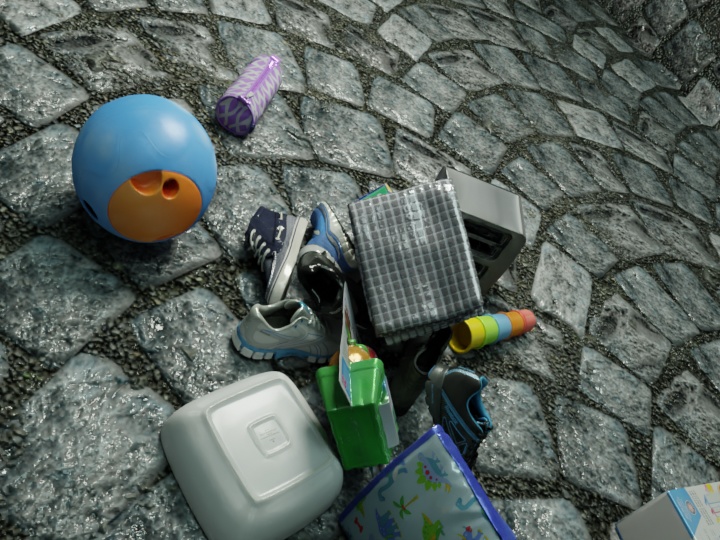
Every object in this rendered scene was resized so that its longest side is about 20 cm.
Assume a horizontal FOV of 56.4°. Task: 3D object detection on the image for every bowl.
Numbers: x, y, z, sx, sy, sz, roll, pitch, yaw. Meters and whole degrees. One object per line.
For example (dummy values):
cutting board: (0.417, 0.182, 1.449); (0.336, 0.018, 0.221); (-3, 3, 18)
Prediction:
bowl: (-0.121, 0.219, 0.822); (0.197, 0.075, 0.201); (-15, 61, -43)

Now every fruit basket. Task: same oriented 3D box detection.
fruit basket: (0.003, 0.145, 0.885); (0.091, 0.189, 0.202); (-7, 32, 11)

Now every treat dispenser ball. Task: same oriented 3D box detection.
treat dispenser ball: (-0.302, -0.142, 0.950); (0.196, 0.203, 0.204); (18, 42, -17)

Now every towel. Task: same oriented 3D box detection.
towel: (0.077, -0.014, 0.939); (0.161, 0.086, 0.206); (-14, 79, -2)

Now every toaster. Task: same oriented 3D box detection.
toaster: (0.194, -0.066, 1.228); (0.195, 0.182, 0.121); (18, 45, -15)

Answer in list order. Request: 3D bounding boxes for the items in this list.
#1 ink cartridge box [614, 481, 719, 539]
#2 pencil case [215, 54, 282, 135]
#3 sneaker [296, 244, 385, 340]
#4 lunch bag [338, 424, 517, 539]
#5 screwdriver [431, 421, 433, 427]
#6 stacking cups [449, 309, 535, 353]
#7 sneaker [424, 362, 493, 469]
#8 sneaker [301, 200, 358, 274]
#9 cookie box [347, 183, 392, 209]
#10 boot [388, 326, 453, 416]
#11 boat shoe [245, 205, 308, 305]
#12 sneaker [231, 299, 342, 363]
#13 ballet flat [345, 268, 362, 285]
ink cartridge box: (0.518, 0.409, 1.020); (0.195, 0.126, 0.131); (3, 48, -30)
pencil case: (-0.211, -0.342, 1.295); (0.082, 0.086, 0.202); (27, 40, -10)
sneaker: (-0.019, 0.048, 0.981); (0.199, 0.067, 0.091); (40, 19, -9)
lunch bag: (0.087, 0.301, 0.781); (0.125, 0.202, 0.172); (-13, 57, -40)
screwdriver: (0.099, 0.255, 0.973); (0.027, 0.029, 0.202); (27, 37, -7)
stacking cups: (0.235, 0.102, 1.192); (0.197, 0.061, 0.061); (-5, 53, -43)
sneaker: (0.135, 0.229, 0.904); (0.080, 0.206, 0.073); (2, 16, 32)
sneaker: (-0.063, -0.046, 1.098); (0.079, 0.088, 0.201); (56, 3, -27)
cookie box: (0.067, -0.019, 1.074); (0.204, 0.074, 0.171); (63, 8, 9)
boot: (0.107, 0.122, 1.020); (0.067, 0.132, 0.201); (34, 40, 2)
boat shoe: (-0.145, -0.023, 1.051); (0.090, 0.076, 0.202); (18, 35, -6)
sneaker: (-0.082, 0.081, 0.971); (0.196, 0.087, 0.076); (1, 47, -36)
ballet flat: (0.000, 0.000, 1.118); (0.069, 0.066, 0.201); (30, 40, -2)
